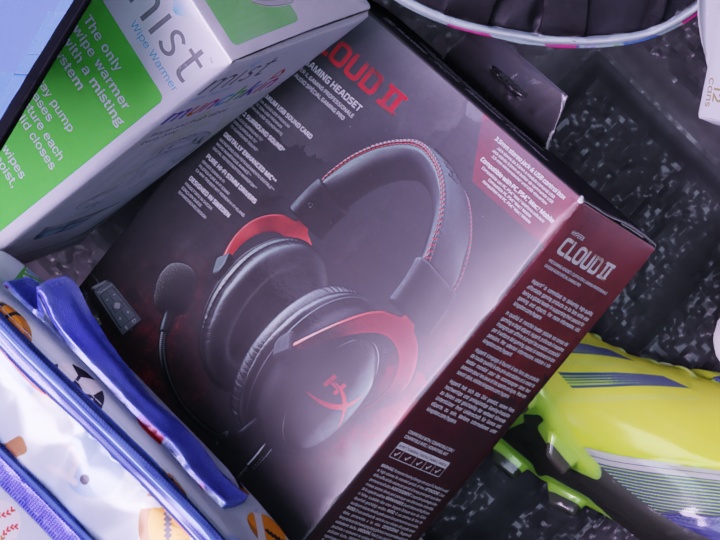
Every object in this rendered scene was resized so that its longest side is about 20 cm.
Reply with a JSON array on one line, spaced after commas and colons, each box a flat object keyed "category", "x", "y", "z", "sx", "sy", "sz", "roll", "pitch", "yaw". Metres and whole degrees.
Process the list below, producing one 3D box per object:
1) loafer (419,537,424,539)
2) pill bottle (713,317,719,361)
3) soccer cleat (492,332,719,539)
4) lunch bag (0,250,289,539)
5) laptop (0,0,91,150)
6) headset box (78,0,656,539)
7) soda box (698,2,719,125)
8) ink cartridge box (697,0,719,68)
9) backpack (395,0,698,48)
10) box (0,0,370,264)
[{"category": "loafer", "x": 0.077, "y": 0.163, "z": 1.168, "sx": 0.063, "sy": 0.072, "sz": 0.200, "roll": -44, "pitch": 100, "yaw": -10}, {"category": "pill bottle", "x": 0.236, "y": 0.064, "z": 1.118, "sx": 0.116, "sy": 0.116, "sz": 0.200, "roll": -40, "pitch": 94, "yaw": 7}, {"category": "soccer cleat", "x": 0.109, "y": 0.060, "z": 1.160, "sx": 0.200, "sy": 0.065, "sz": 0.084, "roll": 39, "pitch": 68, "yaw": 1}, {"category": "lunch bag", "x": -0.124, "y": 0.092, "z": 1.028, "sx": 0.200, "sy": 0.076, "sz": 0.160, "roll": 44, "pitch": 110, "yaw": 11}, {"category": "laptop", "x": -0.164, "y": -0.151, "z": 0.963, "sx": 0.177, "sy": 0.103, "sz": 0.201, "roll": 9, "pitch": 109, "yaw": 30}, {"category": "headset box", "x": 0.000, "y": 0.000, "z": 1.108, "sx": 0.200, "sy": 0.075, "sz": 0.149, "roll": -50, "pitch": 60, "yaw": 8}, {"category": "soda box", "x": 0.173, "y": -0.140, "z": 0.982, "sx": 0.068, "sy": 0.064, "sz": 0.201, "roll": 8, "pitch": 94, "yaw": -34}, {"category": "ink cartridge box", "x": 0.170, "y": -0.142, "z": 1.050, "sx": 0.163, "sy": 0.057, "sz": 0.200, "roll": -50, "pitch": 119, "yaw": -18}, {"category": "backpack", "x": 0.069, "y": -0.185, "z": 1.072, "sx": 0.177, "sy": 0.151, "sz": 0.201, "roll": 8, "pitch": 100, "yaw": -5}, {"category": "box", "x": -0.124, "y": -0.124, "z": 1.070, "sx": 0.176, "sy": 0.097, "sz": 0.200, "roll": -34, "pitch": 85, "yaw": 37}]
